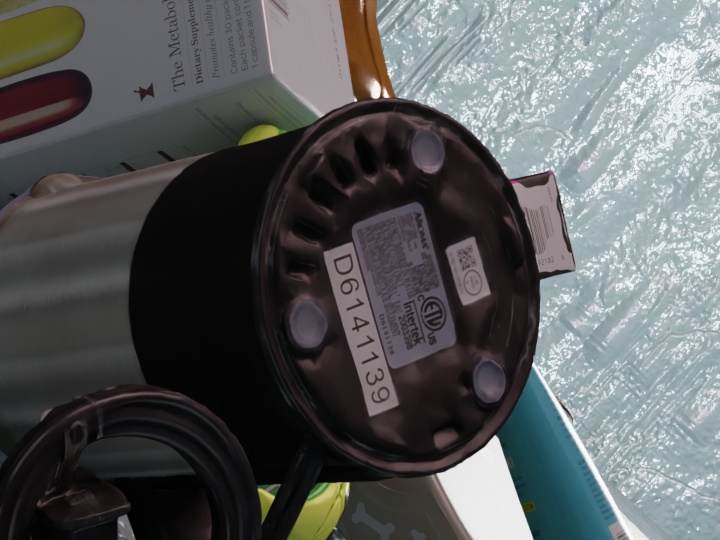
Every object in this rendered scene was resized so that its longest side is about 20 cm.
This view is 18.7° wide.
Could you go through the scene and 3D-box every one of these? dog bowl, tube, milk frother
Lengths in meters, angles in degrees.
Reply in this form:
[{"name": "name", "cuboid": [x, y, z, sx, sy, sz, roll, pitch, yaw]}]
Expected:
[{"name": "dog bowl", "cuboid": [0.049, 0.127, 1.133, 0.200, 0.058, 0.201, 51, 18, -23]}, {"name": "tube", "cuboid": [0.091, 0.089, 1.090, 0.077, 0.050, 0.201, 108, -41, -81]}, {"name": "milk frother", "cuboid": [-0.073, 0.043, 0.714, 0.199, 0.182, 0.187, 2, -8, -39]}]

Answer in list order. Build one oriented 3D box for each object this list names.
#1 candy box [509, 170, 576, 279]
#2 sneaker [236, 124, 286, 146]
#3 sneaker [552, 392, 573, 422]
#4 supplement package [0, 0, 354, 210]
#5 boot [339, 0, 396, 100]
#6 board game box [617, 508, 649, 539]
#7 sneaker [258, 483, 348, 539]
[{"name": "candy box", "cuboid": [0.000, 0.000, 1.187, 0.199, 0.136, 0.062, -15, 91, -43]}, {"name": "sneaker", "cuboid": [0.005, -0.005, 1.019, 0.083, 0.075, 0.200, 11, -11, 26]}, {"name": "sneaker", "cuboid": [0.026, 0.085, 1.375, 0.200, 0.116, 0.076, 33, -9, -6]}, {"name": "supplement package", "cuboid": [-0.116, -0.094, 1.030, 0.109, 0.198, 0.115, 36, 41, -63]}, {"name": "boot", "cuboid": [-0.002, -0.113, 1.167, 0.070, 0.146, 0.201, 0, -1, 13]}, {"name": "board game box", "cuboid": [0.136, 0.200, 1.272, 0.200, 0.105, 0.103, 44, 4, 29]}, {"name": "sneaker", "cuboid": [-0.066, 0.049, 0.956, 0.084, 0.074, 0.200, 45, 2, -34]}]
